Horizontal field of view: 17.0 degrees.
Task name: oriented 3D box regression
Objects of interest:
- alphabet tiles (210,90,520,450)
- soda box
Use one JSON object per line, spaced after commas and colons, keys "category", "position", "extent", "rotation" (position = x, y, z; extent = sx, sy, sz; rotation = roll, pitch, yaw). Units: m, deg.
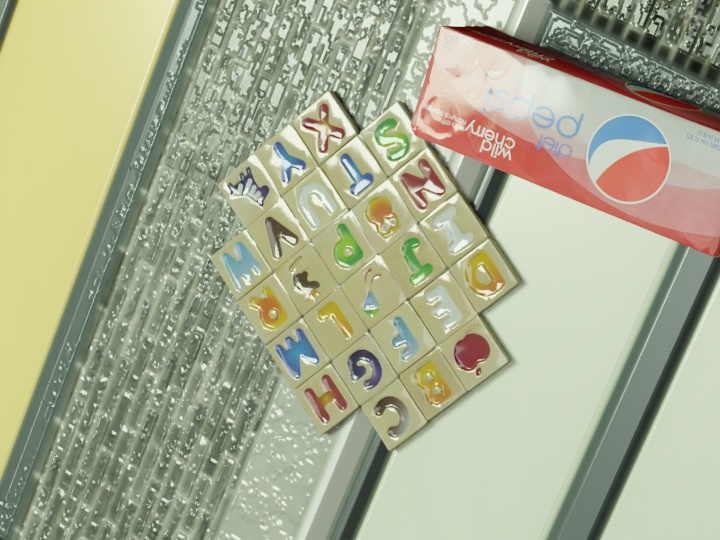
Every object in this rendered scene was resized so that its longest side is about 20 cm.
{"category": "alphabet tiles", "position": [0.000, 0.000, 1.461], "extent": [0.166, 0.006, 0.200], "rotation": [-38, 78, 24]}
{"category": "soda box", "position": [0.132, -0.076, 1.355], "extent": [0.200, 0.063, 0.070], "rotation": [23, 105, 23]}
